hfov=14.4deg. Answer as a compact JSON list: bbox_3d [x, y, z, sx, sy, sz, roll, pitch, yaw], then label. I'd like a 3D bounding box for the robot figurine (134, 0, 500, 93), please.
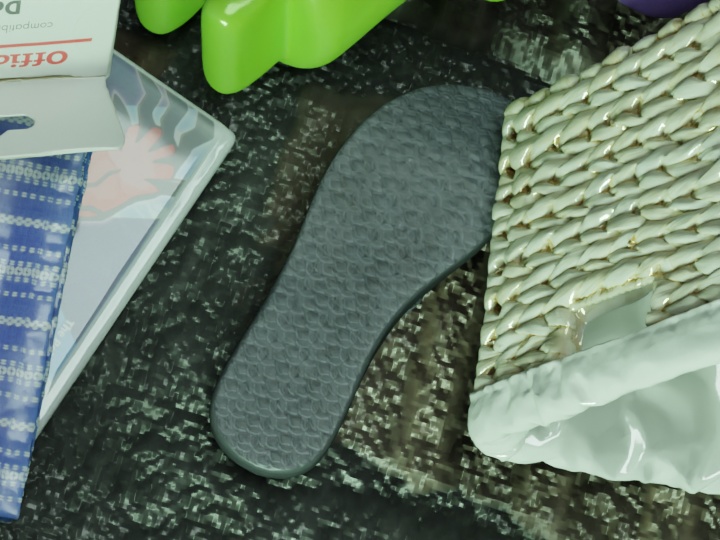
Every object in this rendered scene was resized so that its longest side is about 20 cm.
[{"bbox_3d":[-0.009,-0.168,1.235,0.175,0.116,0.200,42,70,18],"label":"robot figurine"}]

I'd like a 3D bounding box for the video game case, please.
[{"bbox_3d":[-0.180,-0.029,1.209,0.182,0.023,0.200,34,71,-5],"label":"video game case"}]

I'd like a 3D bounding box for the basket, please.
[{"bbox_3d":[0.175,-0.002,1.183,0.200,0.198,0.161,12,70,-30],"label":"basket"}]

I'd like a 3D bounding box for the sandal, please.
[{"bbox_3d":[-0.001,0.000,1.243,0.076,0.043,0.200,37,79,5],"label":"sandal"}]

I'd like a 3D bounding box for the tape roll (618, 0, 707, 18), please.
[{"bbox_3d":[0.120,-0.214,1.244,0.200,0.066,0.200,37,39,-39],"label":"tape roll"}]

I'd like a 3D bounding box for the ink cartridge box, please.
[{"bbox_3d":[-0.166,-0.137,1.166,0.117,0.067,0.200,-6,50,-19],"label":"ink cartridge box"}]

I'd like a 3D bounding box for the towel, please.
[{"bbox_3d":[-0.192,-0.004,1.177,0.144,0.024,0.200,12,76,-10],"label":"towel"}]
